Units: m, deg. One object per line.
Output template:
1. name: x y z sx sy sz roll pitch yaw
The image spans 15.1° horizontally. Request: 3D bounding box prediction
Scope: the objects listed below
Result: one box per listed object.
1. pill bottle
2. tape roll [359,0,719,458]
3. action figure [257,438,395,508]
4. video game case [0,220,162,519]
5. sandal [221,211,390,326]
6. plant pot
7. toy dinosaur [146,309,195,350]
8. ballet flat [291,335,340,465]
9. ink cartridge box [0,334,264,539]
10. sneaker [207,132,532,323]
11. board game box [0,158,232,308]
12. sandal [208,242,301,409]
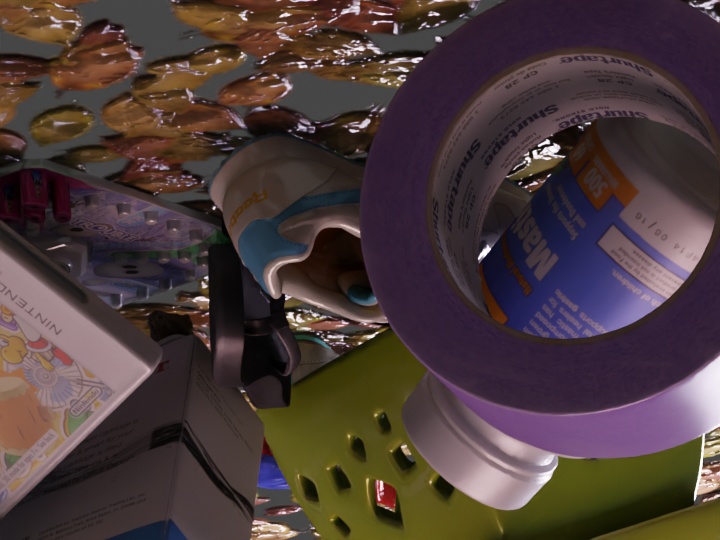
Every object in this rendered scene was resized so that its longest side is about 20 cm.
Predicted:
1. pill bottle: 0.109 0.022 1.360 0.112 0.112 0.200 15 121 -45
2. tape roll: 0.105 -0.022 1.220 0.199 0.201 0.085 -10 161 15
3. action figure: -0.073 0.135 1.853 0.199 0.052 0.065 -1 173 19
4. video game case: -0.228 0.045 1.377 0.182 0.023 0.200 39 124 -12
5. sandal: -0.001 0.000 1.493 0.075 0.048 0.200 -21 154 38
6. plant pot: 0.088 0.114 1.565 0.198 0.182 0.200 -14 169 -34
7. toy dinosaur: -0.129 0.071 1.597 0.106 0.061 0.200 -11 170 -8
8. ballet flat: -0.013 0.096 1.745 0.067 0.064 0.200 -12 160 20
9. ink cartridge box: -0.138 0.146 1.466 0.144 0.200 0.084 -23 123 20
10. sneaker: 0.018 -0.010 1.392 0.199 0.081 0.077 7 134 -33
11. board game box: -0.180 -0.001 1.487 0.199 0.026 0.200 -18 157 35
12. sandal: -0.051 0.029 1.463 0.043 0.076 0.200 -4 171 6
